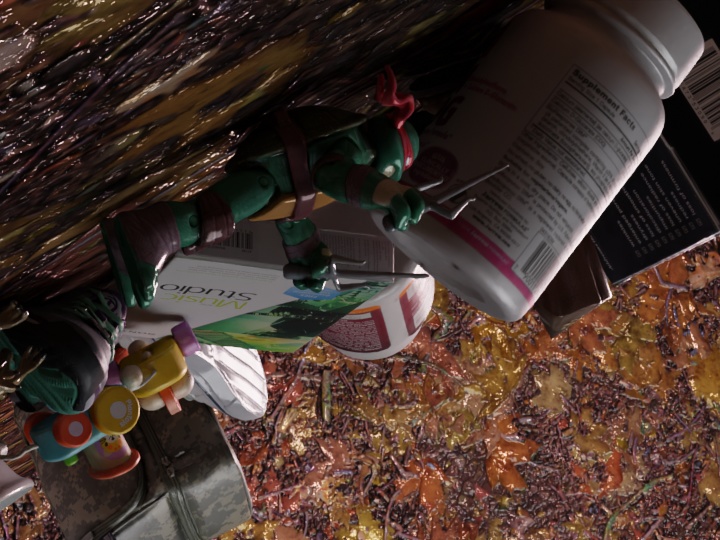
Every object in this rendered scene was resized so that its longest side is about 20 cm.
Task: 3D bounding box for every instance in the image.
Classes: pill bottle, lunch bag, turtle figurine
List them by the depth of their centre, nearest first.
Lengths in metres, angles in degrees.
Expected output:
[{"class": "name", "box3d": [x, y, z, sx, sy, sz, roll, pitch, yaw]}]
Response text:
[{"class": "turtle figurine", "box3d": [-0.032, -0.035, 0.809, 0.199, 0.101, 0.150, -18, 167, -15]}, {"class": "pill bottle", "box3d": [0.106, -0.080, 0.907, 0.200, 0.113, 0.113, -52, 180, -7]}, {"class": "pill bottle", "box3d": [0.000, 0.000, 1.209, 0.114, 0.114, 0.200, -31, 163, -5]}, {"class": "lunch bag", "box3d": [-0.208, 0.166, 1.384, 0.167, 0.200, 0.140, -26, 148, -9]}]

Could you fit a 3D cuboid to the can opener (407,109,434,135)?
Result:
[{"class": "can opener", "box3d": [0.064, -0.097, 1.113, 0.200, 0.063, 0.079, -26, 145, -36]}]

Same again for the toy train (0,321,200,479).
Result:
[{"class": "toy train", "box3d": [-0.178, 0.098, 1.027, 0.150, 0.056, 0.200, -23, -169, 20]}]

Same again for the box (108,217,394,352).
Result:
[{"class": "box", "box3d": [-0.080, 0.012, 1.028, 0.144, 0.036, 0.200, 7, 163, -19]}]

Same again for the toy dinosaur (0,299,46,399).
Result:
[{"class": "toy dinosaur", "box3d": [-0.219, 0.064, 0.760, 0.101, 0.058, 0.200, -41, 165, 26]}]

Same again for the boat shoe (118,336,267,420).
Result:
[{"class": "boat shoe", "box3d": [-0.143, 0.070, 1.299, 0.067, 0.074, 0.200, -8, 147, 18]}]

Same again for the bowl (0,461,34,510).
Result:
[{"class": "bowl", "box3d": [-0.354, 0.178, 1.157, 0.201, 0.091, 0.201, -31, 177, -2]}]

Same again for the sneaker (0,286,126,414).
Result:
[{"class": "sneaker", "box3d": [-0.173, 0.033, 0.921, 0.087, 0.075, 0.200, -41, -168, -21]}]

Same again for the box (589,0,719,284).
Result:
[{"class": "box", "box3d": [0.232, -0.117, 1.236, 0.124, 0.200, 0.197, -31, 178, -21]}]

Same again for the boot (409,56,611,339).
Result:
[{"class": "boot", "box3d": [0.107, -0.044, 1.027, 0.064, 0.201, 0.186, -11, -174, 30]}]
